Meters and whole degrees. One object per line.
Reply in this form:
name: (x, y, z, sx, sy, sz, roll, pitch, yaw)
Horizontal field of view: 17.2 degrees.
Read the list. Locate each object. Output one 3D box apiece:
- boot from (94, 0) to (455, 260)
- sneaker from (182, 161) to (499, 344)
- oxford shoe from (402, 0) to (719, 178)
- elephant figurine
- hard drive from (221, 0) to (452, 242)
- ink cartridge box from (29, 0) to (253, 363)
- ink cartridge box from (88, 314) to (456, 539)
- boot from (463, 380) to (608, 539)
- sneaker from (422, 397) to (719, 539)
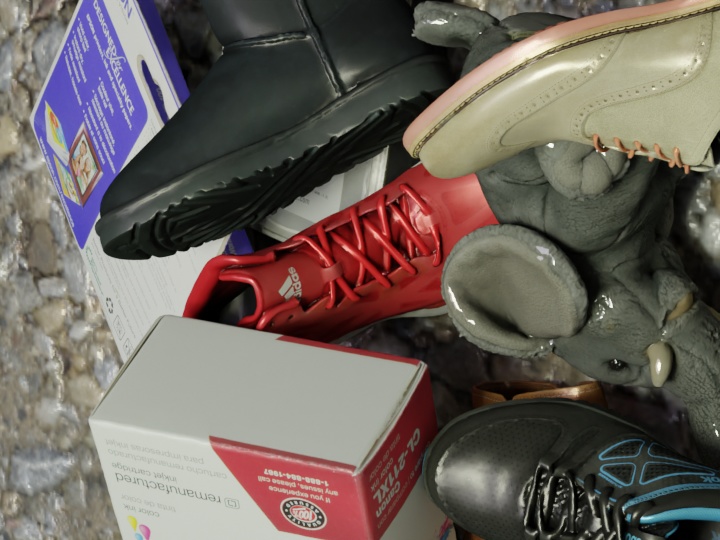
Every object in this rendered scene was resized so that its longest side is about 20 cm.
boot: (-0.067, -0.117, 1.191, 0.199, 0.076, 0.169, -27, 73, 5)
sneaker: (0.000, 0.000, 1.175, 0.199, 0.115, 0.079, -32, 85, 21)
oxford shoe: (0.111, -0.069, 0.963, 0.199, 0.071, 0.074, -22, 85, 23)
elephant figurine: (0.106, -0.009, 1.103, 0.155, 0.140, 0.201, -114, 21, -56)
hard drive: (-0.018, -0.110, 1.269, 0.139, 0.038, 0.202, 24, 112, 41)
ink cartridge box: (-0.117, -0.058, 1.332, 0.199, 0.043, 0.200, 67, 152, 21)
ink cartridge box: (-0.033, 0.132, 1.160, 0.145, 0.083, 0.201, 9, 131, 24)
boot: (0.120, 0.130, 1.137, 0.199, 0.073, 0.156, 1, 95, 45)
sneaker: (0.116, 0.104, 1.056, 0.198, 0.082, 0.074, 11, 97, 21)
